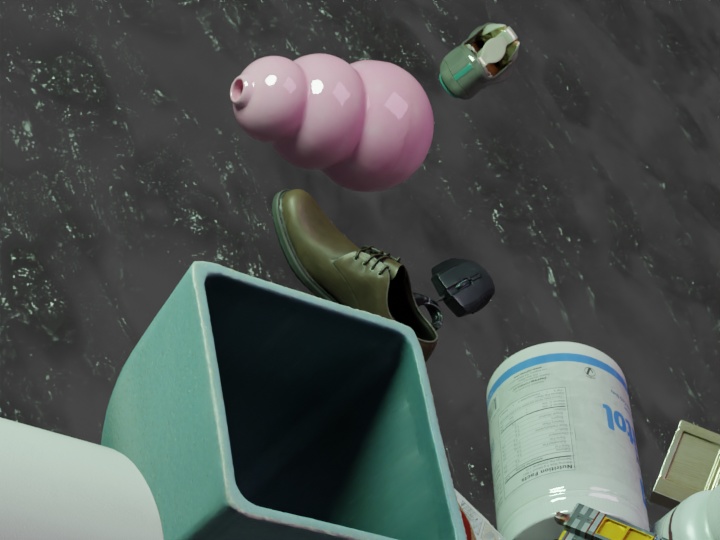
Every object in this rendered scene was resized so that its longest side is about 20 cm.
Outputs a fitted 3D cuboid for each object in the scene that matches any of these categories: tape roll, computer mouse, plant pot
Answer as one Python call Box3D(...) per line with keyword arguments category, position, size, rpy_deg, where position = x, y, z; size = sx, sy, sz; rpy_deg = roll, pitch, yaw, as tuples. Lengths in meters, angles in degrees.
Box3D(category="tape roll", position=(-0.223, 0.182, 1.074), size=(0.139, 0.203, 0.203), rpy_deg=(21, 42, -38))
Box3D(category="computer mouse", position=(0.082, 0.019, 1.778), size=(0.059, 0.034, 0.200), rpy_deg=(55, 24, 6))
Box3D(category="plant pot", position=(-0.077, 0.148, 1.293), size=(0.195, 0.200, 0.197), rpy_deg=(19, 43, -35))

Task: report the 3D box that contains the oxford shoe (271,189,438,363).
Box3D(category="oxford shoe", position=(0.000, 0.000, 1.670), size=(0.200, 0.084, 0.073), rpy_deg=(51, 33, 4))

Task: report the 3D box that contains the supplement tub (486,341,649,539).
Box3D(category="supplement tub", position=(0.181, 0.174, 1.674), size=(0.132, 0.132, 0.200), rpy_deg=(31, 36, -29))

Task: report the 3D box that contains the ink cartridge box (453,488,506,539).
Box3D(category="ink cartridge box", position=(0.057, 0.226, 1.538), size=(0.200, 0.050, 0.109), rpy_deg=(45, 31, -12))

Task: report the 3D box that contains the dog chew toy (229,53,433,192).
Box3D(category="dog chew toy", position=(-0.031, -0.144, 1.754), size=(0.200, 0.125, 0.125), rpy_deg=(13, 47, -34))

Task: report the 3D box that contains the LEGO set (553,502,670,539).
Box3D(category="LEGO set", position=(0.180, 0.289, 1.538), size=(0.116, 0.200, 0.154), rpy_deg=(20, 49, 21))

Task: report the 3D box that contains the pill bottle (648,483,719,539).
Box3D(category="pill bottle", position=(0.295, 0.259, 1.649), size=(0.109, 0.200, 0.110), rpy_deg=(20, 46, -23))

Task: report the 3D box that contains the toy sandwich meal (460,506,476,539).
Box3D(category="toy sandwich meal", position=(0.022, 0.227, 1.418), size=(0.205, 0.070, 0.206), rpy_deg=(11, 69, -29))

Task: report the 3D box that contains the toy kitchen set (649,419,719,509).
Box3D(category="toy kitchen set", position=(0.379, 0.281, 1.896), size=(0.200, 0.181, 0.163), rpy_deg=(21, 71, 12))

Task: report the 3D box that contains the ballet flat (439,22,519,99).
Box3D(category="ballet flat", position=(0.148, -0.244, 2.137), size=(0.067, 0.064, 0.200), rpy_deg=(49, 31, -3))
